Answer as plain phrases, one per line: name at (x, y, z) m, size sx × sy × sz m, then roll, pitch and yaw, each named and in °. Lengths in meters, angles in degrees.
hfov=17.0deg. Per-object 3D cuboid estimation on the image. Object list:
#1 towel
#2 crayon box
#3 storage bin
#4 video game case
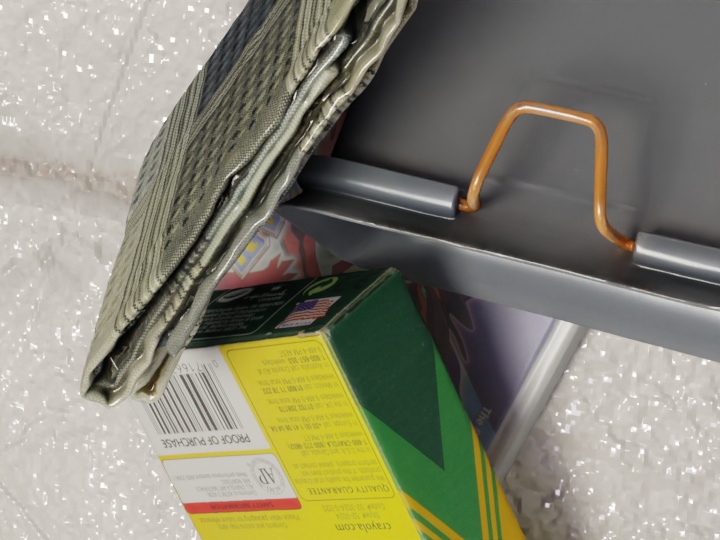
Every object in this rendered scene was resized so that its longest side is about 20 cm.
towel at (-0.030, -0.060, 0.847) m, size 0.034 × 0.200 × 0.193 m, roll 32°, pitch 115°, yaw -12°
crayon box at (-0.002, 0.101, 0.921) m, size 0.126 × 0.051 × 0.201 m, roll -7°, pitch 115°, yaw 45°
storage bin at (0.086, -0.055, 0.828) m, size 0.198 × 0.145 × 0.135 m, roll 13°, pitch 83°, yaw 19°
video game case at (0.000, 0.000, 0.956) m, size 0.182 × 0.023 × 0.201 m, roll 34°, pitch 113°, yaw 17°
